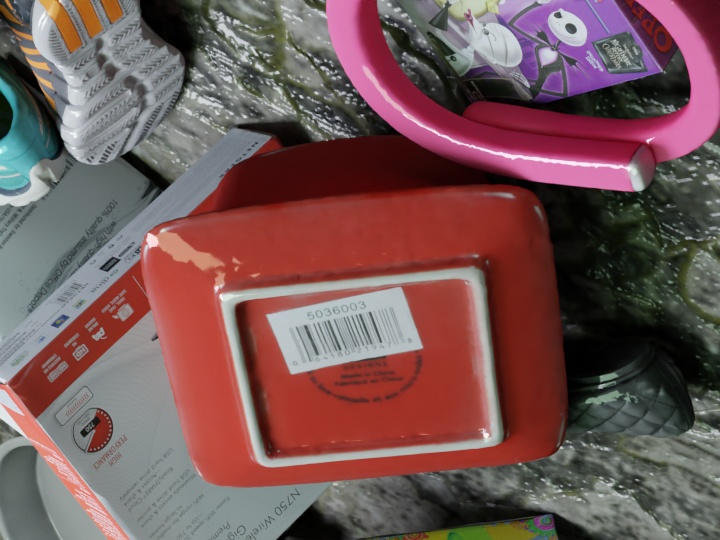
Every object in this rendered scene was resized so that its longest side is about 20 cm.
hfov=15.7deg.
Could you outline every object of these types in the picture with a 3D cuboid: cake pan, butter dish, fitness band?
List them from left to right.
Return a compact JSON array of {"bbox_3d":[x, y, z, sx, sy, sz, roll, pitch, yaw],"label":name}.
[{"bbox_3d":[-0.168,0.187,1.750,0.200,0.037,0.201,29,139,29],"label":"cake pan"},{"bbox_3d":[0.000,0.000,1.336,0.199,0.148,0.200,-6,135,4],"label":"butter dish"},{"bbox_3d":[0.076,-0.105,1.194,0.200,0.037,0.144,9,136,30],"label":"fitness band"}]

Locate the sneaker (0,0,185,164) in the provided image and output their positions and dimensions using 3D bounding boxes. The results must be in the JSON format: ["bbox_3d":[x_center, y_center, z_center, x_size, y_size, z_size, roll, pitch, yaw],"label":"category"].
[{"bbox_3d":[-0.158,-0.139,1.375,0.112,0.078,0.200,49,166,21],"label":"sneaker"}]

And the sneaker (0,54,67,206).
[{"bbox_3d":[-0.234,-0.120,1.415,0.200,0.078,0.080,41,173,15],"label":"sneaker"}]

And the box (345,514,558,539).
[{"bbox_3d":[0.023,0.257,1.553,0.199,0.122,0.193,-7,140,-6],"label":"box"}]

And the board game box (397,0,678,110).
[{"bbox_3d":[0.049,-0.162,1.205,0.120,0.032,0.200,-16,121,43],"label":"board game box"}]

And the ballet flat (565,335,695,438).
[{"bbox_3d":[0.092,0.079,1.412,0.200,0.066,0.057,-12,117,46],"label":"ballet flat"}]

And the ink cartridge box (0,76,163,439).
[{"bbox_3d":[-0.177,0.005,1.483,0.200,0.147,0.083,39,149,-3],"label":"ink cartridge box"}]

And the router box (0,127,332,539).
[{"bbox_3d":[-0.079,0.054,1.412,0.180,0.200,0.049,54,160,-26],"label":"router box"}]

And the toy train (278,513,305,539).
[{"bbox_3d":[-0.092,0.189,1.725,0.046,0.034,0.200,41,145,-1],"label":"toy train"}]
